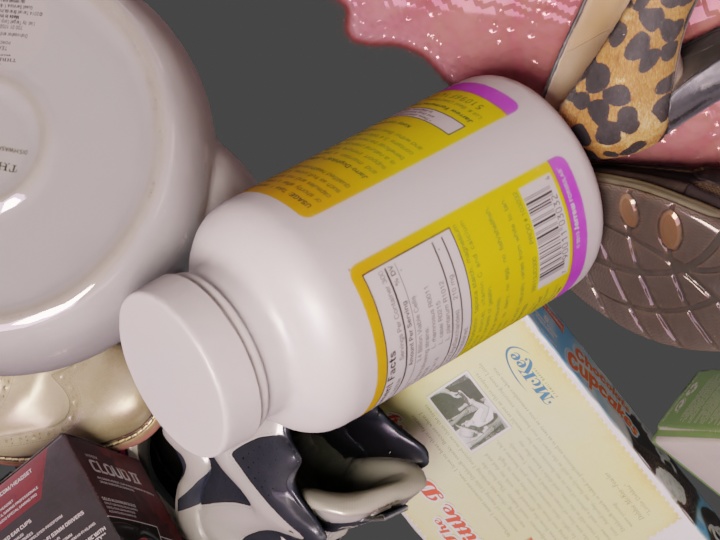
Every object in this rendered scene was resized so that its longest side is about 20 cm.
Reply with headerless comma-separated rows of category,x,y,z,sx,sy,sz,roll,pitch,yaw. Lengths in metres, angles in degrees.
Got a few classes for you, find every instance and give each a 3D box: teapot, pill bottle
teapot,-0.154,-0.040,0.910,0.197,0.146,0.200,-38,79,-2
pill bottle,0.000,0.000,0.852,0.104,0.199,0.105,36,141,36

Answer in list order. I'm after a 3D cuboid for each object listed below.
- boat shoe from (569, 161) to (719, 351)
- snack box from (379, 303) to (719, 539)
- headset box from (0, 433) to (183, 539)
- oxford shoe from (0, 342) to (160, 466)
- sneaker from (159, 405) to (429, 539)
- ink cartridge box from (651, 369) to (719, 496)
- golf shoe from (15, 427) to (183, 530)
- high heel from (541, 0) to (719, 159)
boat shoe,0.171,-0.006,0.894,0.199,0.073,0.075,20,125,25
snack box,0.092,0.113,0.976,0.116,0.037,0.200,-35,102,22
headset box,-0.136,0.183,0.915,0.148,0.075,0.200,-39,63,10
oxford shoe,-0.189,0.048,0.953,0.199,0.074,0.071,4,74,10
sneaker,-0.021,0.116,0.939,0.129,0.079,0.200,21,128,46
ink cartridge box,0.216,0.102,0.862,0.145,0.200,0.048,39,81,-5
golf shoe,-0.096,0.148,1.009,0.092,0.073,0.201,-16,108,15
high heel,0.098,-0.143,0.847,0.142,0.072,0.200,-28,113,14
